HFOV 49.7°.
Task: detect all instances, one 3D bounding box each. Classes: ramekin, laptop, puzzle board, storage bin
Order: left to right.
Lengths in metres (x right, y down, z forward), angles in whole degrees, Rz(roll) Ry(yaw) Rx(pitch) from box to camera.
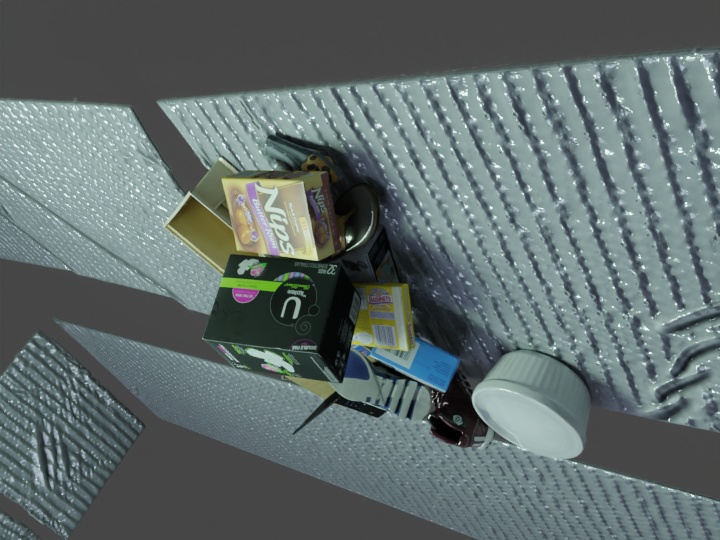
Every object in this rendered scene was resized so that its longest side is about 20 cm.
[{"bbox_3d":[-0.234,-0.078,1.409,0.198,0.095,0.199,41,152,-13],"label":"storage bin"},{"bbox_3d":[-0.027,0.197,1.500,0.198,0.018,0.150,-28,132,33],"label":"puzzle board"},{"bbox_3d":[-0.001,0.261,1.481,0.196,0.105,0.177,23,139,-24],"label":"laptop"},{"bbox_3d":[0.294,0.220,1.306,0.199,0.095,0.204,25,152,14],"label":"ramekin"}]

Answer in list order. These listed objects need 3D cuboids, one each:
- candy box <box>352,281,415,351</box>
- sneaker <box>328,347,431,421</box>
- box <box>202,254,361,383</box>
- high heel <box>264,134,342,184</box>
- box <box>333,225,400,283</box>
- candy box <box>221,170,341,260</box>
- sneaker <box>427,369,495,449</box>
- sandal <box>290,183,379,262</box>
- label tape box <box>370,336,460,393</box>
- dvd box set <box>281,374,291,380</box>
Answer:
[{"bbox_3d":[0.005,0.071,1.272,0.197,0.026,0.105,2,102,45],"label":"candy box"},{"bbox_3d":[0.027,0.204,1.361,0.196,0.082,0.115,26,172,4],"label":"sneaker"},{"bbox_3d":[-0.117,0.074,1.205,0.195,0.152,0.125,4,154,20],"label":"box"},{"bbox_3d":[-0.079,-0.106,1.211,0.140,0.071,0.203,26,144,28],"label":"high heel"},{"bbox_3d":[0.000,0.000,1.312,0.114,0.061,0.202,17,148,28],"label":"box"},{"bbox_3d":[-0.121,-0.086,1.162,0.197,0.056,0.120,6,114,44],"label":"candy box"},{"bbox_3d":[0.151,0.240,1.408,0.201,0.113,0.077,51,125,41],"label":"sneaker"},{"bbox_3d":[-0.048,-0.059,1.184,0.198,0.054,0.083,-28,85,35],"label":"sandal"},{"bbox_3d":[0.097,0.158,1.370,0.141,0.065,0.200,25,173,8],"label":"label tape box"},{"bbox_3d":[-0.098,0.214,1.655,0.142,0.030,0.200,8,178,-6],"label":"dvd box set"}]
